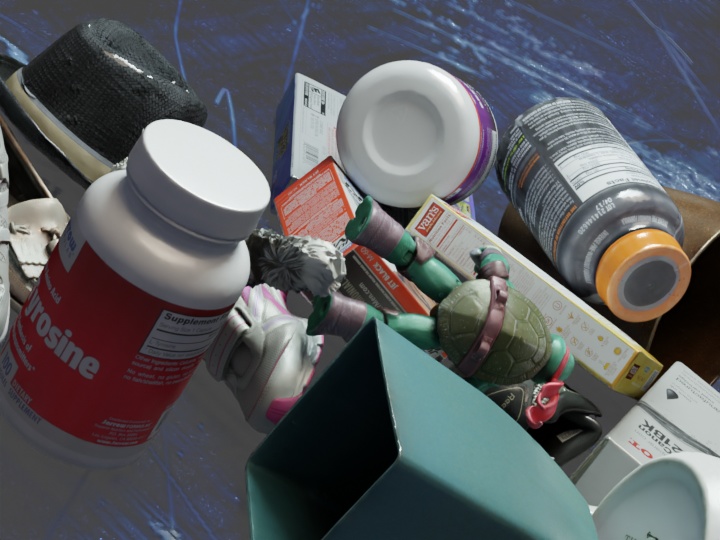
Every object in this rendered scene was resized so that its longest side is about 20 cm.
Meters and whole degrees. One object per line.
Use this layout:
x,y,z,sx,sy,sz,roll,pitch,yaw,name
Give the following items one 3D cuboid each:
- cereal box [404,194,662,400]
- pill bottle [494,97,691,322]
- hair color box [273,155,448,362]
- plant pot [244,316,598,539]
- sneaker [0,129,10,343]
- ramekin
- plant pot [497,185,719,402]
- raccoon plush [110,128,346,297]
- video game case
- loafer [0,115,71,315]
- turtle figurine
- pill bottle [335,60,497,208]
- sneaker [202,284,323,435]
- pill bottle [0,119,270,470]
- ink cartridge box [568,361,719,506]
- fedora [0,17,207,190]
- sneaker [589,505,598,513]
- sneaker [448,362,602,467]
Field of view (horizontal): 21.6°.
0.135,0.022,1.445,0.200,0.040,0.144,38,4,18,cereal box
0.188,-0.044,1.495,0.106,0.107,0.200,16,28,-30,pill bottle
0.000,0.000,1.393,0.111,0.064,0.200,50,8,-21,hair color box
0.050,0.160,1.187,0.199,0.141,0.142,30,25,-25,plant pot
-0.258,-0.040,1.196,0.074,0.082,0.201,1,55,-22,sneaker
0.204,0.208,1.189,0.094,0.203,0.203,27,27,-19,ramekin
0.222,-0.004,1.634,0.199,0.188,0.186,31,22,33,plant pot
-0.096,-0.024,1.262,0.198,0.097,0.134,13,33,8,raccoon plush
0.012,-0.074,1.634,0.180,0.046,0.201,25,28,-14,video game case
-0.234,-0.039,1.280,0.072,0.063,0.200,-1,42,-49,loafer
0.071,0.039,1.263,0.199,0.101,0.151,28,63,-15,turtle figurine
0.050,-0.106,1.524,0.112,0.113,0.200,36,7,7,pill bottle
-0.088,0.041,1.300,0.088,0.082,0.200,18,22,-26,sneaker
-0.137,0.014,1.144,0.112,0.201,0.113,26,27,-14,pill bottle
0.248,0.169,1.444,0.144,0.084,0.200,40,27,11,ink cartridge box
-0.177,-0.119,1.388,0.200,0.092,0.201,42,11,-10,fedora
0.154,0.203,1.316,0.199,0.076,0.089,26,38,1,sneaker
0.126,0.099,1.416,0.114,0.076,0.199,43,8,8,sneaker
